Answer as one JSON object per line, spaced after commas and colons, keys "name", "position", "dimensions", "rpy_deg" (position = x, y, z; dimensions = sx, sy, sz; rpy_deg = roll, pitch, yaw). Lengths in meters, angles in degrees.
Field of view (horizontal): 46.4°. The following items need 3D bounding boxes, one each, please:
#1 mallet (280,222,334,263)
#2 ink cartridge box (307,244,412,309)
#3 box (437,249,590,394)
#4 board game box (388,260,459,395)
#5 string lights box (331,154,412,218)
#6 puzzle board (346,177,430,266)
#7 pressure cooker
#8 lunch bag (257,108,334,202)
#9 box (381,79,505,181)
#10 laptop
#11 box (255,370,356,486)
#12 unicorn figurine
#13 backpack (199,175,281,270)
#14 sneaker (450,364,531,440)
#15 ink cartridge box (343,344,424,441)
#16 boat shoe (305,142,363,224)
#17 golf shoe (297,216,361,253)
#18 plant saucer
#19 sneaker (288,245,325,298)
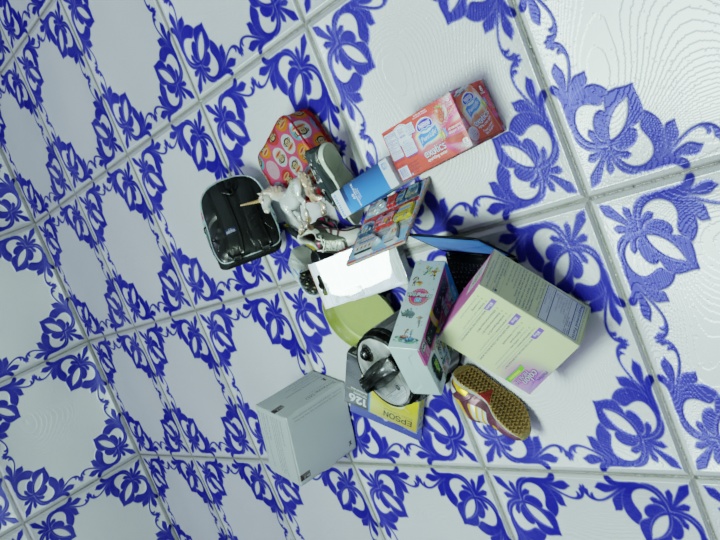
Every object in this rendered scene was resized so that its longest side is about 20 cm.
{"name": "mallet", "position": [-0.116, -0.068, 1.952], "dimensions": [0.200, 0.065, 0.042], "rpy_deg": [42, 135, 48]}
{"name": "ink cartridge box", "position": [0.000, 0.000, 1.758], "dimensions": [0.198, 0.050, 0.110], "rpy_deg": [-19, 98, 22]}
{"name": "box", "position": [0.267, 0.093, 1.474], "dimensions": [0.199, 0.097, 0.177], "rpy_deg": [31, 138, 1]}
{"name": "board game box", "position": [0.126, 0.105, 1.555], "dimensions": [0.064, 0.202, 0.148], "rpy_deg": [0, 140, 25]}
{"name": "string lights box", "position": [0.040, -0.174, 1.637], "dimensions": [0.199, 0.102, 0.059], "rpy_deg": [-26, 93, 53]}
{"name": "puzzle board", "position": [0.049, -0.095, 1.649], "dimensions": [0.017, 0.152, 0.199], "rpy_deg": [35, 150, -22]}
{"name": "pressure cooker", "position": [0.086, 0.178, 1.711], "dimensions": [0.178, 0.199, 0.178], "rpy_deg": [24, 132, 40]}
{"name": "lunch bag", "position": [-0.131, -0.231, 1.825], "dimensions": [0.177, 0.082, 0.200], "rpy_deg": [55, 142, 9]}
{"name": "box", "position": [0.142, -0.243, 1.478], "dimensions": [0.199, 0.095, 0.101], "rpy_deg": [-22, 95, 53]}
{"name": "laptop", "position": [0.199, 0.013, 1.560], "dimensions": [0.176, 0.103, 0.202], "rpy_deg": [8, 117, 48]}
{"name": "box", "position": [-0.134, 0.393, 2.110], "dimensions": [0.130, 0.198, 0.202], "rpy_deg": [12, 120, 45]}
{"name": "unicorn figurine", "position": [-0.147, -0.146, 1.799], "dimensions": [0.200, 0.074, 0.138], "rpy_deg": [-40, 80, 38]}
{"name": "backpack", "position": [-0.289, -0.119, 2.005], "dimensions": [0.151, 0.176, 0.202], "rpy_deg": [136, 113, -81]}
{"name": "sneaker", "position": [0.261, 0.278, 1.683], "dimensions": [0.200, 0.074, 0.091], "rpy_deg": [44, 148, 33]}
{"name": "ink cartridge box", "position": [0.053, 0.290, 1.919], "dimensions": [0.196, 0.047, 0.202], "rpy_deg": [19, 124, 24]}
{"name": "boat shoe", "position": [-0.058, -0.176, 1.738], "dimensions": [0.065, 0.075, 0.200], "rpy_deg": [0, 140, 33]}
{"name": "golf shoe", "position": [-0.049, -0.058, 1.829], "dimensions": [0.199, 0.088, 0.078], "rpy_deg": [17, 123, 42]}
{"name": "plant saucer", "position": [0.006, 0.099, 1.869], "dimensions": [0.198, 0.031, 0.202], "rpy_deg": [20, 133, 22]}
{"name": "sneaker", "position": [-0.118, 0.014, 1.928], "dimensions": [0.200, 0.071, 0.073], "rpy_deg": [-120, 23, -58]}
